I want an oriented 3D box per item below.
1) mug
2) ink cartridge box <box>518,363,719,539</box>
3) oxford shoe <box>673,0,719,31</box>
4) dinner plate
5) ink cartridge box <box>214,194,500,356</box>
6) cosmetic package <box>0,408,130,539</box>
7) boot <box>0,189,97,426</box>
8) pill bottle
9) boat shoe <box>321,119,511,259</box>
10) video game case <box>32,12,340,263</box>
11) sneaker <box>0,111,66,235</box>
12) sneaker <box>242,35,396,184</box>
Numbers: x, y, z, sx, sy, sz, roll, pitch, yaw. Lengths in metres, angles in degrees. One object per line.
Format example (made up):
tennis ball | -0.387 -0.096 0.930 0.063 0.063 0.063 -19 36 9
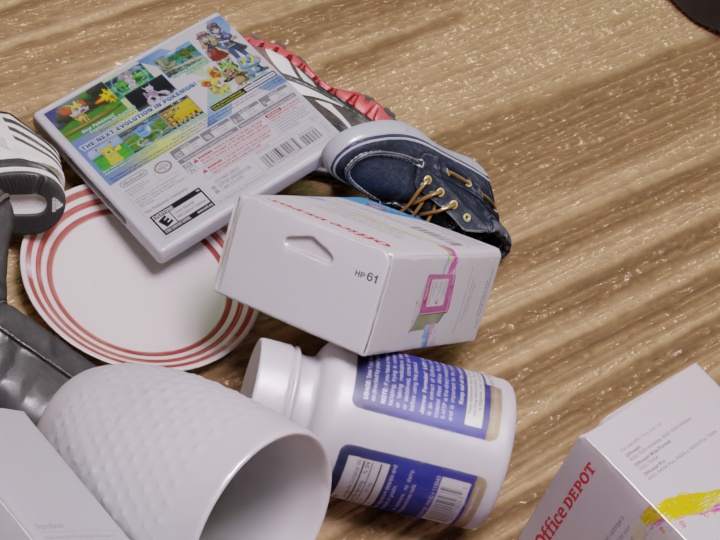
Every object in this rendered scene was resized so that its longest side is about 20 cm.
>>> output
mug | -0.144 0.163 1.264 0.175 0.148 0.201 25 82 31
ink cartridge box | 0.253 0.206 1.425 0.144 0.148 0.200 -27 64 -37
oxford shoe | 0.401 -0.285 1.988 0.200 0.072 0.071 35 19 11
dinner plate | -0.179 0.007 1.518 0.199 0.024 0.201 10 48 -11
ink cartridge box | 0.000 0.000 1.469 0.144 0.085 0.200 22 10 26
cosmetic package | -0.245 0.223 1.163 0.200 0.199 0.123 46 11 19
boot | -0.236 0.055 1.387 0.199 0.073 0.182 31 55 -9
pill bottle | 0.008 0.118 1.426 0.199 0.120 0.120 15 46 -9
boat shoe | 0.056 -0.064 1.602 0.200 0.071 0.091 14 42 -46
video game case | -0.144 -0.117 1.582 0.200 0.022 0.182 -33 64 -25
sneaker | -0.339 -0.079 1.516 0.199 0.076 0.116 3 29 -10
sneaker | -0.066 -0.140 1.659 0.200 0.071 0.098 30 44 4
